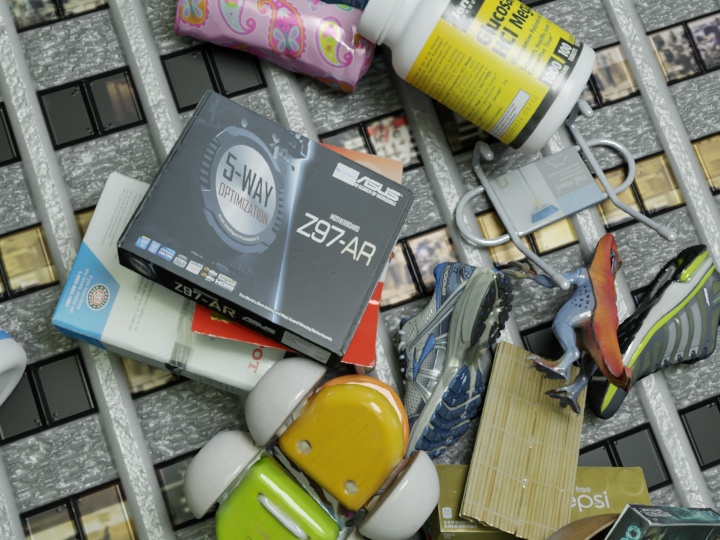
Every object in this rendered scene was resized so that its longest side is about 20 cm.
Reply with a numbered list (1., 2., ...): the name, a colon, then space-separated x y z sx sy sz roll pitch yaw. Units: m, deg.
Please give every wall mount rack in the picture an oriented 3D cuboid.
1. wall mount rack: 0.199 -0.067 0.940 0.199 0.075 0.175 -23 70 -10

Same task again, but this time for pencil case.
1. pencil case: -0.081 -0.241 0.945 0.198 0.087 0.088 19 77 -2

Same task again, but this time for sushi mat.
1. sushi mat: 0.153 0.154 0.885 0.095 0.012 0.201 21 48 0

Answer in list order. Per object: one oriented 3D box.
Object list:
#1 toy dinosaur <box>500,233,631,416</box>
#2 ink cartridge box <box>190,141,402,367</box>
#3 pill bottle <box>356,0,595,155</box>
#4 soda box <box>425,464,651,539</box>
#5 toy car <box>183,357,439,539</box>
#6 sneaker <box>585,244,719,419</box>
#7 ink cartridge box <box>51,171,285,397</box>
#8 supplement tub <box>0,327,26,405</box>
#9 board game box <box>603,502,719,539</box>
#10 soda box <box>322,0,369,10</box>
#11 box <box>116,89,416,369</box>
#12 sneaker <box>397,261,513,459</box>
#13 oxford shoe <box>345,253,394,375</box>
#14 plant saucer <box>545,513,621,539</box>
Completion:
1. toy dinosaur: 0.223 0.040 0.898 0.105 0.199 0.182 47 66 -29
2. ink cartridge box: -0.051 -0.027 0.838 0.161 0.050 0.201 12 51 -8
3. pill bottle: 0.101 -0.201 0.881 0.199 0.112 0.113 31 77 -3
4. soda box: 0.160 0.221 0.884 0.198 0.064 0.068 2 49 -7
5. toy car: -0.037 0.174 0.833 0.175 0.150 0.200 41 100 3
6. sneaker: 0.295 0.070 0.939 0.081 0.074 0.200 42 79 -1
7. ink cartridge box: -0.154 0.019 0.884 0.198 0.084 0.146 19 75 -3
8. supplement tub: -0.398 0.053 0.826 0.200 0.132 0.132 41 77 2
9. board game box: 0.239 0.261 0.824 0.028 0.199 0.136 36 102 38
10. soda box: 0.003 -0.295 0.973 0.199 0.068 0.064 30 77 0
11. box: -0.074 -0.035 0.800 0.199 0.044 0.161 27 67 0
12. sneaker: 0.072 0.084 0.912 0.085 0.077 0.201 25 94 37
13. oxford shoe: 0.000 0.000 0.916 0.074 0.070 0.202 -8 80 -11
14. plant saucer: 0.163 0.275 0.808 0.200 0.201 0.035 -44 51 -13
